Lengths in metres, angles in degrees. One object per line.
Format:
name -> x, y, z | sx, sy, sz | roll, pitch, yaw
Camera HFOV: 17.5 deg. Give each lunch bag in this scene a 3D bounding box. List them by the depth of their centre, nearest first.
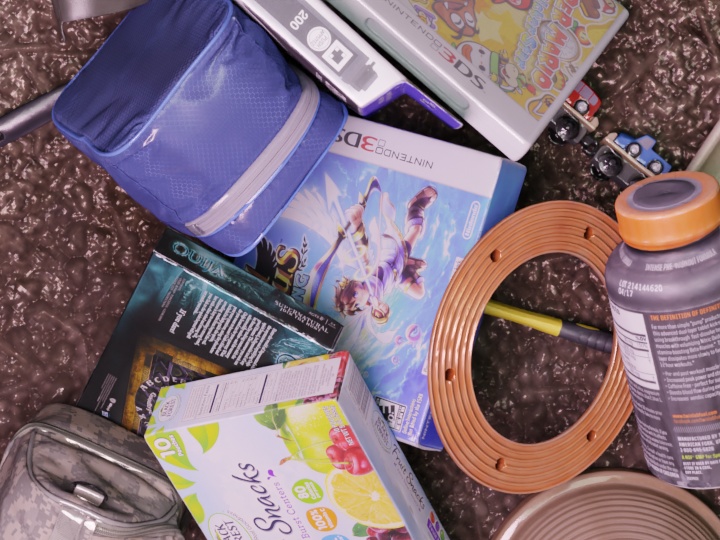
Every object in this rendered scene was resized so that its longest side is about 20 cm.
lunch bag -> -0.105, -0.098, 1.549 | 0.132, 0.200, 0.136 | 41, 88, -25
lunch bag -> -0.205, 0.211, 1.551 | 0.139, 0.168, 0.201 | 26, 103, 2

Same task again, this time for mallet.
mallet -> 0.132, 0.041, 1.623 | 0.199, 0.066, 0.041 | 18, 106, -2

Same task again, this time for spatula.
spatula -> -0.177, -0.133, 1.636 | 0.199, 0.021, 0.057 | -26, 120, 4

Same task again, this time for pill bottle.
pill bottle -> 0.224, 0.037, 1.564 | 0.105, 0.106, 0.201 | -16, 114, -1

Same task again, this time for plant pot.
plant pot -> 0.178, 0.240, 1.613 | 0.199, 0.093, 0.203 | 0, 89, -1

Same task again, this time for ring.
ring -> 0.120, 0.051, 1.566 | 0.199, 0.019, 0.202 | -9, 105, -36

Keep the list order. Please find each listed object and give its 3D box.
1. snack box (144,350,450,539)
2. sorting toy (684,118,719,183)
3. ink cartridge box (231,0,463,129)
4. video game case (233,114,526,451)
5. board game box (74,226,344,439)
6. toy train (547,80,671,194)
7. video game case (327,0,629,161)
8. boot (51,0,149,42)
snack box -> -0.037, 0.151, 1.555 | 0.141, 0.053, 0.201 | -12, 127, 22
sorting toy -> 0.307, -0.012, 1.633 | 0.199, 0.036, 0.186 | 34, 89, -6
ink cartridge box -> -0.019, -0.147, 1.553 | 0.200, 0.198, 0.043 | 41, 93, 0
video game case -> 0.000, 0.000, 1.589 | 0.180, 0.045, 0.201 | 17, 90, 30
board game box -> -0.107, 0.072, 1.570 | 0.135, 0.200, 0.028 | 29, 45, -3
toy train -> 0.144, -0.115, 1.640 | 0.200, 0.034, 0.046 | 40, 79, -2
video game case -> 0.078, -0.184, 1.574 | 0.182, 0.200, 0.023 | 41, 131, -1
boot -> -0.135, -0.247, 1.563 | 0.199, 0.077, 0.139 | -18, 100, -7
